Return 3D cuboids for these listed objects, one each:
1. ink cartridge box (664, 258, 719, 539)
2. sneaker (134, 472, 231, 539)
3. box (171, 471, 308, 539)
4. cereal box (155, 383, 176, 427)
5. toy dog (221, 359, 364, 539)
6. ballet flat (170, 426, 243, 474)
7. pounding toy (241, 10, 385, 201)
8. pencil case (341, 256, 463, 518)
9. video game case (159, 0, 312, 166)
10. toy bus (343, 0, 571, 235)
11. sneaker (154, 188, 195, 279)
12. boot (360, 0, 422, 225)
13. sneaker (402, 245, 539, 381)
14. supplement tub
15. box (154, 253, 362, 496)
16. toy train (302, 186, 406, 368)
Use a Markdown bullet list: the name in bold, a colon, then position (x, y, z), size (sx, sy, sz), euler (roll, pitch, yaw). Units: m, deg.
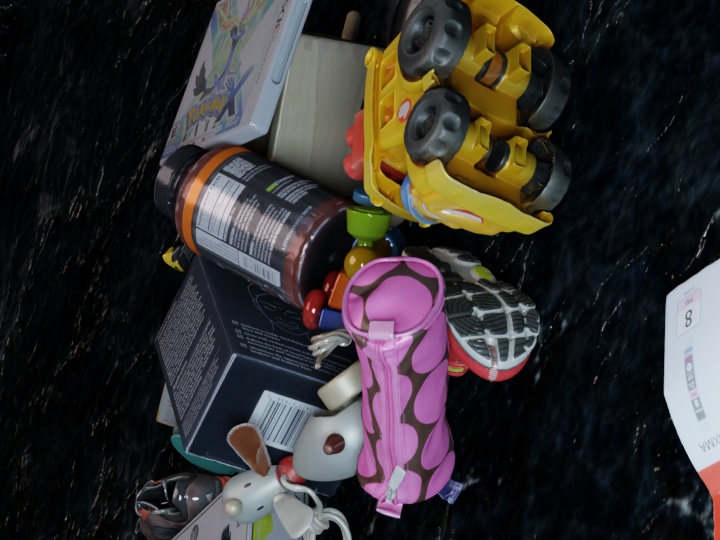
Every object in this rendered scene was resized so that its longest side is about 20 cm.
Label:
- **ink cartridge box**: position (0.244, 0.074, 1.219), size (0.162, 0.057, 0.201), euler (-40, 33, 51)
- **sneaker**: position (-0.191, 0.230, 2.047), size (0.200, 0.081, 0.078), euler (-27, 48, 59)
- **box**: position (-0.119, 0.272, 1.878), size (0.200, 0.060, 0.118), euler (-44, 35, 48)
- **cereal box**: position (-0.163, 0.061, 2.078), size (0.200, 0.039, 0.145), euler (112, 175, -63)
- **toy dog**: position (-0.046, 0.163, 1.680), size (0.096, 0.132, 0.201), euler (-25, -29, -58)
- **ballet flat**: position (-0.122, 0.162, 1.987), size (0.071, 0.067, 0.200), euler (-51, 18, -15)
- **pounding toy**: position (-0.046, -0.165, 1.988), size (0.200, 0.141, 0.186), euler (-153, 72, -66)
- **pencil case**: position (0.030, 0.089, 1.538), size (0.094, 0.090, 0.201), euler (-55, -30, -40)
- **video game case**: position (-0.113, -0.193, 1.913), size (0.200, 0.022, 0.184), euler (-16, 52, 59)
- **toy bus**: position (0.059, -0.103, 1.627), size (0.192, 0.135, 0.202), euler (-33, 45, 41)
- **sneaker**: position (-0.142, -0.002, 1.945), size (0.070, 0.089, 0.202), euler (-165, 62, -69)
- **boot**: position (0.056, -0.154, 1.791), size (0.163, 0.073, 0.199), euler (-104, 32, -55)
- **sneaker**: position (0.085, 0.048, 1.600), size (0.200, 0.076, 0.086), euler (-125, 37, -64)
- **supplement tub**: position (-0.092, -0.045, 1.821), size (0.199, 0.107, 0.108), euler (28, 99, 33)
- **box**: position (-0.088, 0.090, 1.833), size (0.108, 0.147, 0.200), euler (-62, 24, 19)
- **toy train**: position (0.000, 0.000, 1.667), size (0.200, 0.084, 0.117), euler (-46, -34, -73)
